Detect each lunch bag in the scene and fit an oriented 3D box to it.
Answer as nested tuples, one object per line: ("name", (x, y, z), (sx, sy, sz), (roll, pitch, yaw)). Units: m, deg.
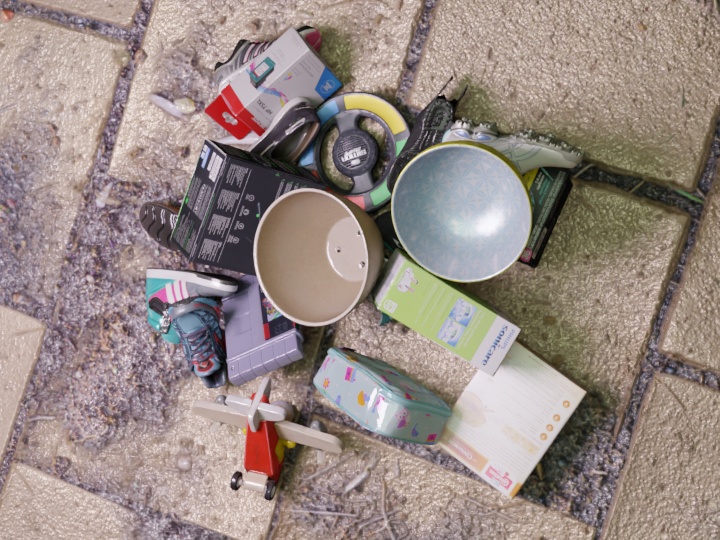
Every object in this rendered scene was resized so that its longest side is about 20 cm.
("lunch bag", (0.034, 0.189, 1.629), (0.199, 0.159, 0.078), (32, 100, 45))

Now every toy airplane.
("toy airplane", (-0.148, 0.247, 1.699), (0.198, 0.141, 0.200), (-33, 103, 34))

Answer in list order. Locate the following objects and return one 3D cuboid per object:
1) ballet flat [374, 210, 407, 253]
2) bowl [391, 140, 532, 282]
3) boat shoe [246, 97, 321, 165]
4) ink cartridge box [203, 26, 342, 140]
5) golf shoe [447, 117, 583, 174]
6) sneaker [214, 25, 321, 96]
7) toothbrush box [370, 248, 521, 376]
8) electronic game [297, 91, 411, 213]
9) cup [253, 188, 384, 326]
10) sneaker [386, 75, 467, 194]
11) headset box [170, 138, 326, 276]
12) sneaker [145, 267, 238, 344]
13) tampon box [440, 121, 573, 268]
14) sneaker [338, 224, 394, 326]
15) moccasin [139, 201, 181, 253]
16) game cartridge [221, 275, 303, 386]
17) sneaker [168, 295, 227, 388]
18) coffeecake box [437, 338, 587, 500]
("ballet flat", (0.097, -0.019, 1.690), (0.073, 0.073, 0.201), (-41, 76, 9))
("bowl", (0.150, -0.097, 1.497), (0.198, 0.108, 0.202), (7, 116, 14))
("boat shoe", (-0.134, -0.186, 1.739), (0.200, 0.074, 0.061), (-49, 51, 17))
("ink cartridge box", (-0.142, -0.282, 1.734), (0.200, 0.116, 0.067), (-41, 56, 9))
("golf shoe", (0.221, -0.158, 1.545), (0.198, 0.078, 0.098), (13, 105, 19))
("sneaker", (-0.161, -0.355, 1.771), (0.199, 0.074, 0.088), (-33, 58, -1))
("toothbrush box", (0.122, 0.058, 1.579), (0.199, 0.146, 0.087), (29, 95, -7))
("electronic game", (-0.008, -0.191, 1.740), (0.197, 0.042, 0.203), (-1, 87, 14))
("cup", (-0.040, -0.027, 1.620), (0.198, 0.143, 0.203), (4, 99, 30))
("sneaker", (0.105, -0.209, 1.680), (0.060, 0.104, 0.201), (29, 102, -2))
("headset box", (-0.169, -0.089, 1.670), (0.093, 0.198, 0.176), (40, 112, 53))
("sneaker", (-0.284, 0.061, 1.758), (0.198, 0.083, 0.122), (5, 90, 40))
("tampon box", (0.203, -0.113, 1.636), (0.198, 0.126, 0.151), (24, 92, 15))
("sneaker", (0.000, 0.000, 1.710), (0.093, 0.070, 0.200), (-43, 81, 2))
("moccasin", (-0.277, -0.066, 1.790), (0.199, 0.078, 0.075), (16, 106, 11))
("game cartridge", (-0.158, 0.078, 1.712), (0.129, 0.038, 0.201), (-27, 44, 15))
("sneaker", (-0.246, 0.118, 1.698), (0.078, 0.201, 0.096), (-17, 54, 0))
("coffeecake box", (0.228, 0.220, 1.638), (0.153, 0.073, 0.201), (36, 95, 13))
